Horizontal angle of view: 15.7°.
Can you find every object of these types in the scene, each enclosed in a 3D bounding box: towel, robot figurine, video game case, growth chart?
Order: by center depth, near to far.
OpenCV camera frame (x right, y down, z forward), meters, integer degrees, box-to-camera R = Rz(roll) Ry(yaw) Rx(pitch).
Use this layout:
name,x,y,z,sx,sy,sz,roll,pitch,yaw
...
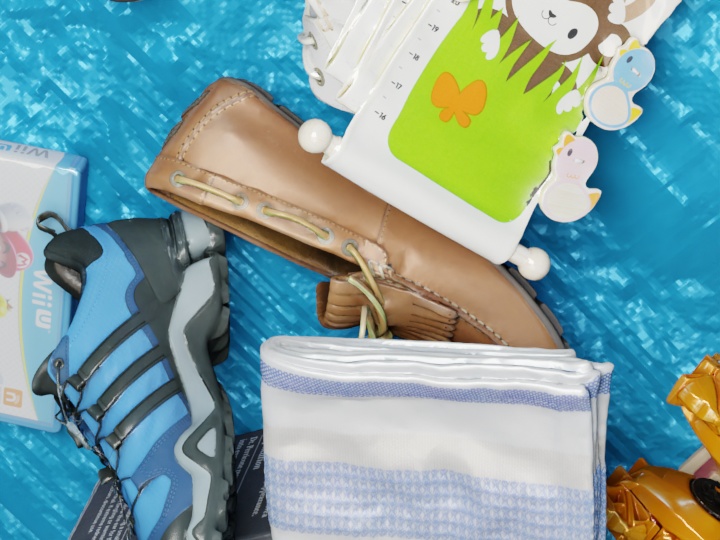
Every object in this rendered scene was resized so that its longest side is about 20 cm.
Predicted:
name,x,y,z,sx,sy,sz,roll,pitch,yaw
growth chart,0.062,-0.104,1.041,0.144,0.018,0.200,20,99,-23
towel,0.032,0.117,1.096,0.146,0.024,0.200,4,119,11
robot figurine,0.194,0.139,1.130,0.200,0.058,0.145,46,120,21
video game case,-0.229,-0.006,1.209,0.199,0.018,0.143,11,120,6

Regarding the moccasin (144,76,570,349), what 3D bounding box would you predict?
name,x,y,z,sx,sy,sz,roll,pitch,yaw
moccasin,0.000,0.000,1.119,0.201,0.074,0.078,35,76,-9

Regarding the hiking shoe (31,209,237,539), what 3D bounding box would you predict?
name,x,y,z,sx,sy,sz,roll,pitch,yaw
hiking shoe,-0.097,0.066,1.124,0.086,0.200,0.074,-2,147,-3

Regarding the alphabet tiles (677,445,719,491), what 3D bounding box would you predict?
name,x,y,z,sx,sy,sz,roll,pitch,yaw
alphabet tiles,0.251,0.120,1.183,0.200,0.008,0.167,37,120,-10

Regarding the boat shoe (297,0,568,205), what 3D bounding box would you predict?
name,x,y,z,sx,sy,sz,roll,pitch,yaw
boat shoe,0.004,-0.093,1.080,0.069,0.071,0.200,-34,108,26

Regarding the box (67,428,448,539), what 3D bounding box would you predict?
name,x,y,z,sx,sy,sz,roll,pitch,yaw
box,-0.017,0.156,1.203,0.200,0.107,0.149,-14,114,19

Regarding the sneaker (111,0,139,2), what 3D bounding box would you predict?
name,x,y,z,sx,sy,sz,roll,pitch,yaw
sneaker,-0.112,-0.187,1.032,0.075,0.106,0.200,4,119,10
